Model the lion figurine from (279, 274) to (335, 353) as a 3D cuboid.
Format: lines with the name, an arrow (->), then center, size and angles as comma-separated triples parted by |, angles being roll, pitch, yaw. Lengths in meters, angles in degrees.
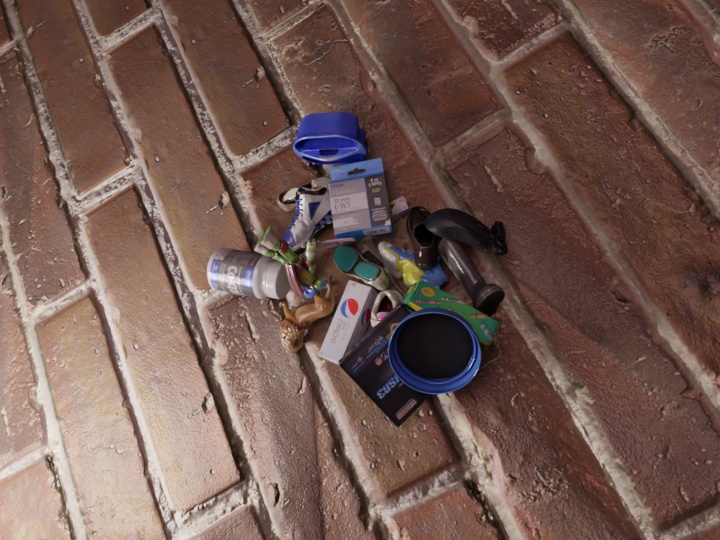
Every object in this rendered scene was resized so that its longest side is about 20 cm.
lion figurine -> -0.127, 0.107, 1.727 | 0.200, 0.072, 0.123 | -39, 51, 11

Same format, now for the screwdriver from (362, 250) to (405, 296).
screwdriver -> 0.069, 0.024, 1.715 | 0.029, 0.028, 0.200 | -42, 64, 8

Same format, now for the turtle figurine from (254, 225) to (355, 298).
turtle figurine -> -0.146, -0.054, 1.700 | 0.193, 0.144, 0.201 | 30, 101, -14

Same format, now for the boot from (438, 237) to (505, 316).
boot -> 0.249, 0.002, 1.591 | 0.072, 0.182, 0.201 | -18, 71, -9

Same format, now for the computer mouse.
computer mouse -> 0.249, -0.106, 1.620 | 0.198, 0.053, 0.139 | 14, 32, 1

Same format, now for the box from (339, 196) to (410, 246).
box -> 0.033, -0.124, 1.770 | 0.199, 0.041, 0.039 | -27, 68, 9

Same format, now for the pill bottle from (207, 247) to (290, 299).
pill bottle -> -0.283, 0.010, 1.790 | 0.199, 0.114, 0.115 | 9, 76, 21

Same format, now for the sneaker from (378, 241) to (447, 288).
sneaker -> 0.134, -0.015, 1.696 | 0.105, 0.076, 0.200 | -34, 64, -15

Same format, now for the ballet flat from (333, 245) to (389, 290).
ballet flat -> 0.000, 0.000, 1.725 | 0.068, 0.062, 0.200 | -48, 40, -5

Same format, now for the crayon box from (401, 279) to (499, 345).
crayon box -> 0.198, 0.096, 1.550 | 0.199, 0.119, 0.059 | 29, 82, -3

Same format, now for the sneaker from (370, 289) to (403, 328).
sneaker -> 0.059, 0.135, 1.652 | 0.081, 0.088, 0.202 | -8, 71, 16

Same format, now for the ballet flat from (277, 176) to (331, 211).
ballet flat -> -0.130, -0.206, 1.834 | 0.199, 0.067, 0.069 | -21, 68, 11

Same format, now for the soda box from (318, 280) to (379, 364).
soda box -> -0.026, 0.131, 1.692 | 0.068, 0.064, 0.201 | 17, 80, 29

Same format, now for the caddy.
caddy -> -0.078, -0.333, 1.818 | 0.198, 0.141, 0.106 | 0, 70, 19

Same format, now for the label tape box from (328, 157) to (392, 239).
label tape box -> -0.004, -0.186, 1.730 | 0.142, 0.066, 0.202 | -9, 77, 5

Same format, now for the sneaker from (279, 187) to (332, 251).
sneaker -> -0.146, -0.146, 1.786 | 0.199, 0.115, 0.081 | -40, 22, -3

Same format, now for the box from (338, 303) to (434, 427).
box -> 0.086, 0.213, 1.573 | 0.200, 0.050, 0.199 | -43, 90, -4

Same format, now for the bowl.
bowl -> 0.159, 0.171, 1.497 | 0.199, 0.039, 0.202 | 3, 113, 8

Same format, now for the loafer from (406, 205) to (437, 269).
loafer -> 0.155, -0.094, 1.672 | 0.072, 0.072, 0.201 | -5, 45, -5
